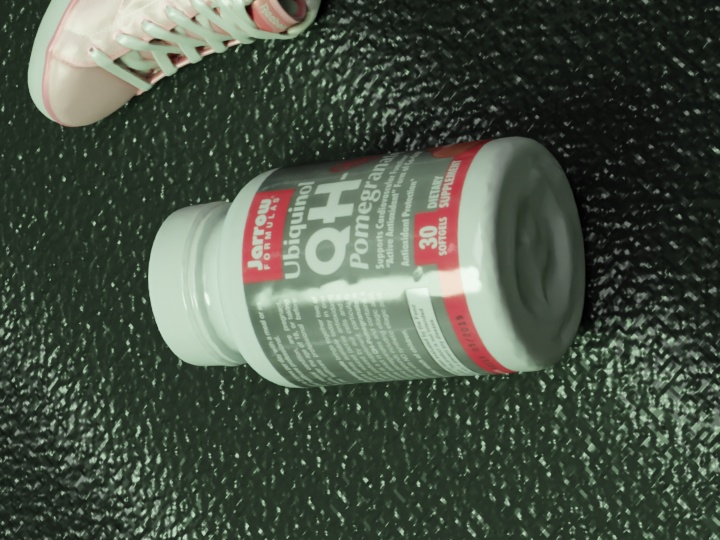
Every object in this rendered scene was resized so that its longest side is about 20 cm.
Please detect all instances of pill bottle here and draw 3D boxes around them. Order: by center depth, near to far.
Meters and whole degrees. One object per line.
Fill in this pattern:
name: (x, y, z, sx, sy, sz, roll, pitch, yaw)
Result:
pill bottle: (0.000, 0.000, 1.035, 0.199, 0.110, 0.112, -6, 79, 30)

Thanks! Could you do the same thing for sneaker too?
sneaker: (-0.092, -0.139, 1.134, 0.200, 0.075, 0.105, -49, 56, 10)
